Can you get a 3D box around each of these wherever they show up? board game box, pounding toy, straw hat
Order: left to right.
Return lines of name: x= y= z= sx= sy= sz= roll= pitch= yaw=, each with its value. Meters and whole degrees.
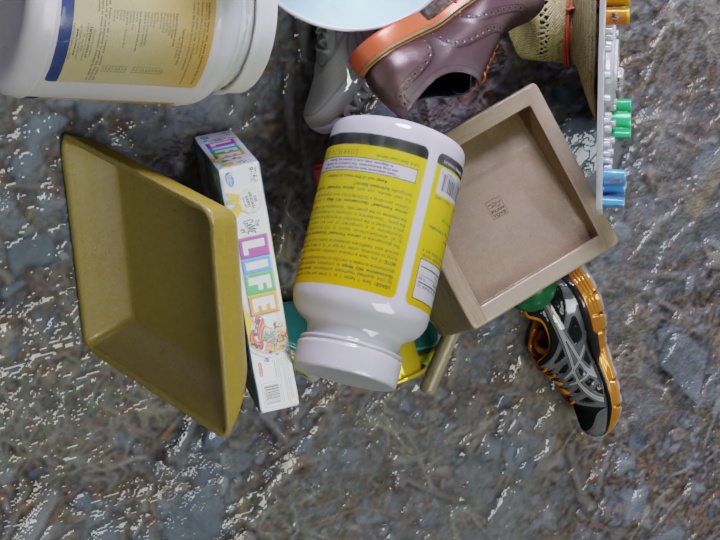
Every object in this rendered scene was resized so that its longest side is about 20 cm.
board game box: x=-0.093 y=-0.002 z=1.473 sx=0.034 sy=0.134 sz=0.202 roll=-12 pitch=107 yaw=-11
pounding toy: x=0.103 y=-0.023 z=1.598 sx=0.183 sy=0.142 sz=0.201 roll=-29 pitch=93 yaw=-16
straw hat: x=0.168 y=-0.229 z=1.573 sx=0.084 sy=0.202 sz=0.203 roll=3 pitch=119 yaw=9
board game box: x=0.221 y=-0.177 z=1.565 sx=0.026 sy=0.200 sz=0.202 roll=2 pitch=115 yaw=10

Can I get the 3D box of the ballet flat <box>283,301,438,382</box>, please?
ballet flat: x=-0.019 y=0.073 z=1.638 sx=0.198 sy=0.067 sz=0.067 roll=4 pitch=141 yaw=-34

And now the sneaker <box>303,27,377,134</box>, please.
sneaker: x=-0.010 y=-0.212 z=1.493 sx=0.080 sy=0.075 sz=0.202 roll=20 pitch=96 yaw=-27

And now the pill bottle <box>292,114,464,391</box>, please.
pill bottle: x=0.009 y=-0.012 z=1.440 sx=0.112 sy=0.112 sz=0.202 roll=22 pitch=77 yaw=-38

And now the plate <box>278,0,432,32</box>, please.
plate: x=-0.009 y=-0.289 z=1.437 sx=0.198 sy=0.026 sz=0.203 roll=0 pitch=92 yaw=-13

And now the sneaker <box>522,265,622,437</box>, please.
sneaker: x=0.204 y=0.082 z=1.777 sx=0.076 sy=0.078 sz=0.202 roll=-20 pitch=121 yaw=-6

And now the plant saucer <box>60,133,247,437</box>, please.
plant saucer: x=-0.154 y=0.003 z=1.434 sx=0.048 sy=0.199 sz=0.202 roll=-25 pitch=126 yaw=-35

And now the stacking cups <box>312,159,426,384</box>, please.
stacking cups: x=0.000 y=0.000 z=1.578 sx=0.060 sy=0.060 sz=0.202 roll=-21 pitch=97 yaw=-21

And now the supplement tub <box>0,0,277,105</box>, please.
supplement tub: x=-0.175 y=-0.196 z=1.343 sx=0.198 sy=0.144 sz=0.146 roll=0 pitch=114 yaw=-32

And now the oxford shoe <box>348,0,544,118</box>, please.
oxford shoe: x=0.082 y=-0.178 z=1.469 sx=0.199 sy=0.073 sz=0.071 roll=-28 pitch=170 yaw=-30
